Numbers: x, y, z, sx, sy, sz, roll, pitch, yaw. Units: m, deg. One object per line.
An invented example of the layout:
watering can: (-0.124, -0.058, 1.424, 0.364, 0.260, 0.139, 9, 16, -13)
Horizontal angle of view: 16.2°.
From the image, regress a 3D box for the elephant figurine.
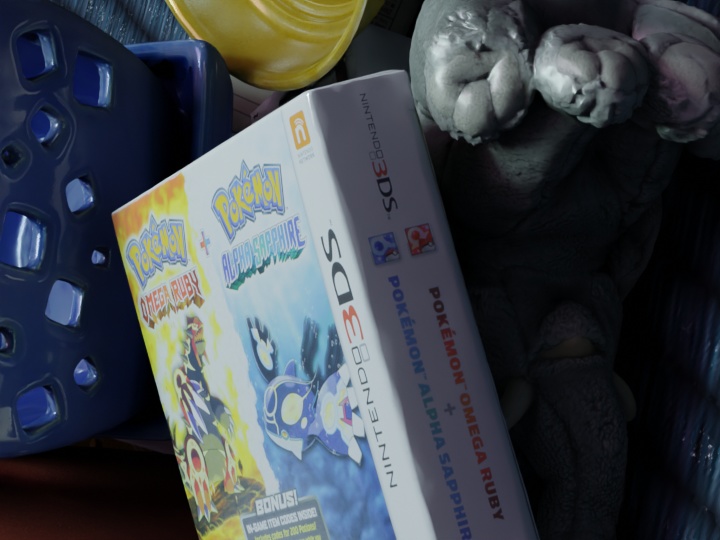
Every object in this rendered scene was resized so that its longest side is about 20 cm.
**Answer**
elephant figurine: (0.056, -0.005, 0.918, 0.155, 0.141, 0.201, -55, -20, -63)

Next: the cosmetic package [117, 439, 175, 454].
cosmetic package: (-0.121, 0.011, 1.297, 0.071, 0.101, 0.200, -63, 24, 18)

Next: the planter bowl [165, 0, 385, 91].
planter bowl: (-0.020, -0.182, 1.069, 0.200, 0.083, 0.201, 32, 130, 47)

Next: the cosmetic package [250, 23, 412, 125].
cosmetic package: (0.000, 0.000, 1.070, 0.083, 0.050, 0.201, -42, 44, 43)

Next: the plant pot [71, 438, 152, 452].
plant pot: (-0.194, 0.107, 1.321, 0.200, 0.186, 0.187, 7, 78, 50)

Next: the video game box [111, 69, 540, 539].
video game box: (-0.018, 0.040, 0.924, 0.200, 0.047, 0.183, -25, 78, 62)

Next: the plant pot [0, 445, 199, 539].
plant pot: (-0.133, 0.181, 1.100, 0.200, 0.176, 0.200, -67, 24, 7)

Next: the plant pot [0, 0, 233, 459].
plant pot: (-0.169, -0.016, 1.095, 0.200, 0.179, 0.201, 0, 87, 50)

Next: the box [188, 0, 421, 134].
box: (-0.010, -0.155, 1.180, 0.078, 0.095, 0.201, -98, 34, -77)
